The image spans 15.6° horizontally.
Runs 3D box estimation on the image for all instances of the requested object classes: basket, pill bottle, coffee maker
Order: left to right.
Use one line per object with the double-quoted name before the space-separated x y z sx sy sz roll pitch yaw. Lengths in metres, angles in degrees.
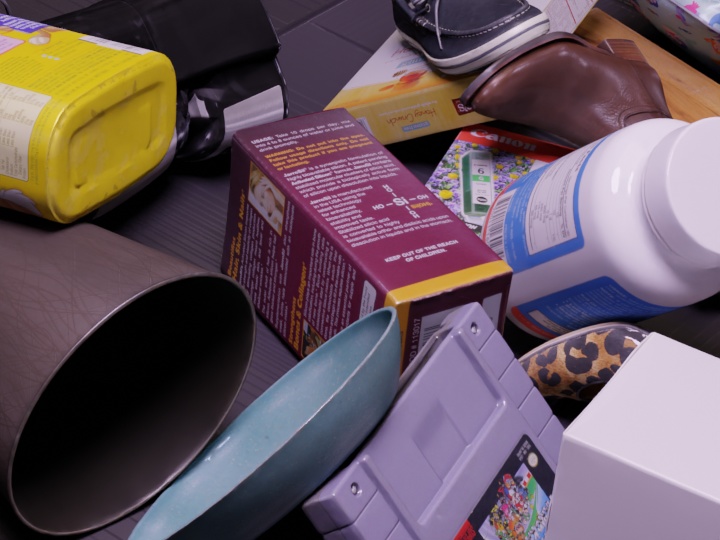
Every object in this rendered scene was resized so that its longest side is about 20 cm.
"basket" -0.188 0.033 1.518 0.180 0.136 0.200 -43 49 -16
"coffee maker" -0.158 -0.139 1.714 0.135 0.192 0.200 13 31 39
"pill bottle" 0.163 -0.027 1.559 0.112 0.112 0.200 -16 -3 -28

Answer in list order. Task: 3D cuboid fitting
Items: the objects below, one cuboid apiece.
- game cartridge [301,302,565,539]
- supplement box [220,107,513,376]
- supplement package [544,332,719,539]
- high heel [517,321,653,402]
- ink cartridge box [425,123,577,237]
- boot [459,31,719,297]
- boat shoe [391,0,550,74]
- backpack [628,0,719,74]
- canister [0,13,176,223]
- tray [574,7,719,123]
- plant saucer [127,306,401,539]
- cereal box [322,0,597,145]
"game cartridge" 0.054 0.120 1.451 0.130 0.038 0.200 52 39 -10
"supplement box" 0.000 0.000 1.610 0.086 0.110 0.200 -15 41 -28
"supplement package" 0.215 0.141 1.435 0.200 0.121 0.120 23 39 21
"high heel" 0.174 0.102 1.555 0.200 0.143 0.071 -11 -12 28
"ink cartridge box" 0.108 -0.052 1.751 0.109 0.050 0.200 16 37 13
"boot" 0.176 -0.059 1.698 0.186 0.064 0.200 -12 64 -44
"boat shoe" 0.066 -0.178 1.767 0.075 0.062 0.200 -28 21 -10
"backpack" 0.279 -0.223 1.920 0.178 0.151 0.200 40 8 37
"canister" -0.227 -0.100 1.551 0.200 0.087 0.149 15 28 24
"tray" 0.201 -0.119 1.875 0.099 0.037 0.200 -22 43 -34
"plant saucer" -0.045 0.099 1.436 0.036 0.200 0.200 48 39 -7
"cereal box" 0.074 -0.154 1.846 0.144 0.040 0.200 -13 24 32
